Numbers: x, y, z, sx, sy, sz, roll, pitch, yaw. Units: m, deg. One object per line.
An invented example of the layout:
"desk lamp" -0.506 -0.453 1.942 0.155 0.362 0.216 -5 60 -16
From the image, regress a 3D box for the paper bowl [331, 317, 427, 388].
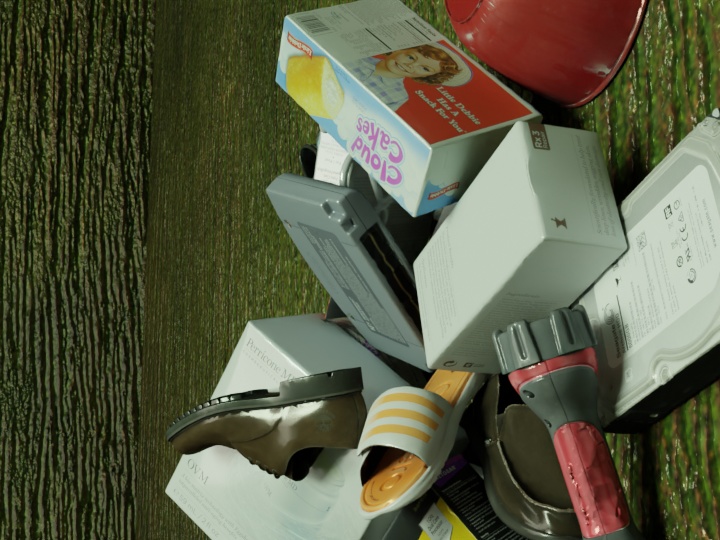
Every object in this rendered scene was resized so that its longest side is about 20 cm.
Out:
"paper bowl" -0.015 0.147 1.167 0.200 0.104 0.202 2 93 35

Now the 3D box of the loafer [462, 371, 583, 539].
"loafer" 0.129 0.135 0.878 0.200 0.073 0.072 -123 42 -60

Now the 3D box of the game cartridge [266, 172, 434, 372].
"game cartridge" 0.000 0.000 1.011 0.133 0.040 0.200 15 145 52

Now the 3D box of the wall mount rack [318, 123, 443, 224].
"wall mount rack" 0.040 -0.092 1.060 0.074 0.200 0.175 14 130 46

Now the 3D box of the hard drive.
"hard drive" 0.203 0.008 0.755 0.200 0.038 0.140 124 146 -56

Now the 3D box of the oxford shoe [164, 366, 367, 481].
"oxford shoe" -0.082 0.139 0.963 0.199 0.073 0.085 -15 86 32

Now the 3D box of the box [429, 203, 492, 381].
"box" 0.116 -0.026 1.009 0.156 0.041 0.201 -107 30 -46

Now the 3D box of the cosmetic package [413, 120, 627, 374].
"cosmetic package" 0.111 -0.010 0.860 0.200 0.074 0.102 127 143 -53

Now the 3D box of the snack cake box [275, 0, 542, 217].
"snack cake box" 0.034 -0.139 0.930 0.200 0.115 0.067 47 140 33

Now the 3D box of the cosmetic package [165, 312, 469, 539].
"cosmetic package" -0.042 0.177 1.053 0.199 0.123 0.201 37 110 27

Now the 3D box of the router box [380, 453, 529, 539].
"router box" 0.076 0.265 0.926 0.149 0.051 0.200 48 137 24

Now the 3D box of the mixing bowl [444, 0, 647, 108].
"mixing bowl" 0.133 -0.237 0.915 0.200 0.108 0.201 -174 90 -71

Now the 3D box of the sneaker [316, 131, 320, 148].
"sneaker" -0.008 -0.166 1.333 0.078 0.086 0.201 115 153 -42

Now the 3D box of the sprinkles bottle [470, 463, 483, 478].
"sprinkles bottle" 0.068 0.264 1.030 0.068 0.068 0.201 -110 31 -51

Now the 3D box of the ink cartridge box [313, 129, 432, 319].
"ink cartridge box" 0.013 -0.060 1.144 0.047 0.160 0.201 18 105 33

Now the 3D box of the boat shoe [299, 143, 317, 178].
"boat shoe" -0.035 -0.092 1.437 0.200 0.056 0.069 -108 30 -49

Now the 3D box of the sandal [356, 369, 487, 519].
"sandal" 0.039 0.112 0.910 0.079 0.059 0.207 -29 16 38

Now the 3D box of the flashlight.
"flashlight" 0.147 0.126 0.760 0.068 0.067 0.201 -34 70 60
